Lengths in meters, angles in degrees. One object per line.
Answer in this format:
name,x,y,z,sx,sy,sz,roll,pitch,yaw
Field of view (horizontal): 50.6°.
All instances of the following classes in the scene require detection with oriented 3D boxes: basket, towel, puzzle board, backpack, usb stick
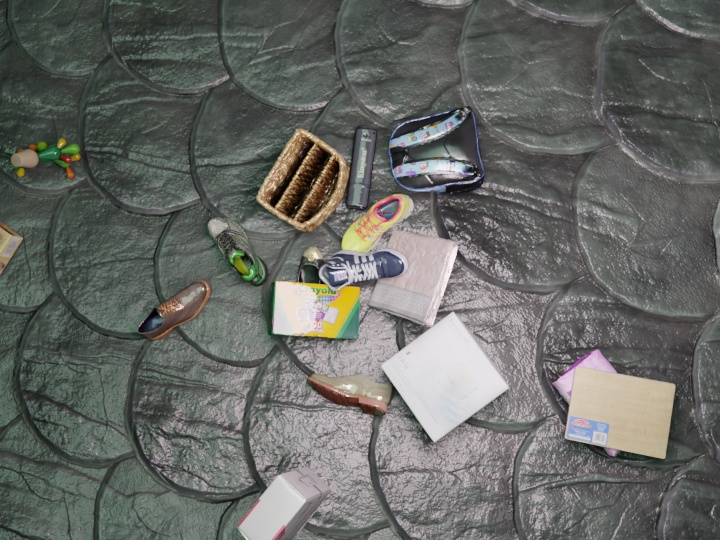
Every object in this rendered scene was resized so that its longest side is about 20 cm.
basket,-0.122,-0.197,1.753,0.142,0.149,0.201,33,89,13
towel,0.112,0.011,1.687,0.199,0.032,0.192,15,85,48
puzzle board,0.529,0.288,1.558,0.199,0.017,0.152,9,86,12
backpack,0.169,-0.255,1.710,0.199,0.135,0.184,-11,81,9
usb stick,0.002,-0.240,1.793,0.055,0.033,0.202,7,84,10

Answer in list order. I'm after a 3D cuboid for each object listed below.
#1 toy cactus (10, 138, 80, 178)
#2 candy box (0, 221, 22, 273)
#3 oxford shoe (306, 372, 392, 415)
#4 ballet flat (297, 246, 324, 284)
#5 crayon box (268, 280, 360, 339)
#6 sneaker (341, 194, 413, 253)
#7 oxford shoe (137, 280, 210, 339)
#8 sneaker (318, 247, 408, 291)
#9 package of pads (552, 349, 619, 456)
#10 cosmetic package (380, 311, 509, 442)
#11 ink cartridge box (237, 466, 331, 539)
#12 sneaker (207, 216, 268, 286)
toy cactus,-0.800,-0.272,1.893,0.199,0.165,0.103,1,103,16
candy box,-0.967,-0.033,1.943,0.115,0.055,0.201,33,90,13
oxford shoe,-0.023,0.265,1.729,0.199,0.071,0.074,18,62,13
ballet flat,-0.122,0.043,1.769,0.066,0.057,0.202,7,85,13
crayon box,-0.103,0.091,1.720,0.199,0.058,0.120,4,83,-16
sneaker,0.030,-0.111,1.743,0.200,0.090,0.078,-43,79,5
oxford shoe,-0.444,0.096,1.817,0.200,0.073,0.071,-41,77,3
sneaker,0.000,0.000,1.679,0.199,0.108,0.071,2,113,34
package of pads,0.513,0.279,1.608,0.120,0.076,0.200,-38,78,2
cosmetic package,0.186,0.229,1.655,0.200,0.123,0.200,-37,78,3
ink cartridge box,-0.160,0.513,1.647,0.083,0.200,0.147,39,91,16
sneaker,-0.294,-0.053,1.801,0.078,0.085,0.200,-43,77,3
